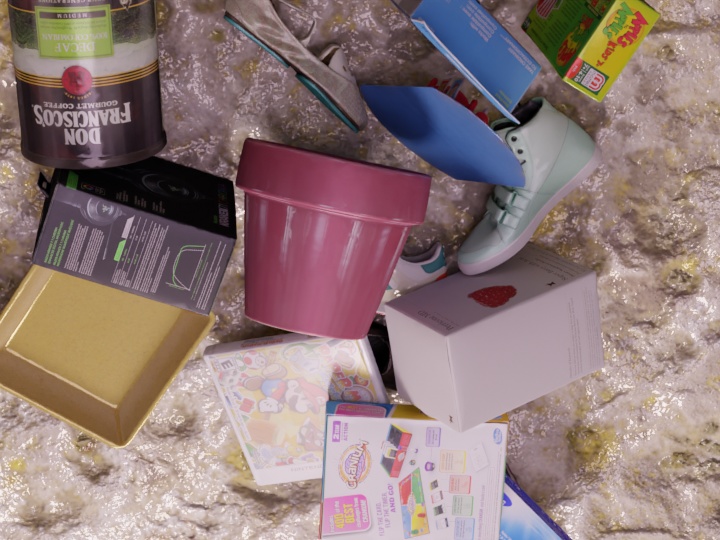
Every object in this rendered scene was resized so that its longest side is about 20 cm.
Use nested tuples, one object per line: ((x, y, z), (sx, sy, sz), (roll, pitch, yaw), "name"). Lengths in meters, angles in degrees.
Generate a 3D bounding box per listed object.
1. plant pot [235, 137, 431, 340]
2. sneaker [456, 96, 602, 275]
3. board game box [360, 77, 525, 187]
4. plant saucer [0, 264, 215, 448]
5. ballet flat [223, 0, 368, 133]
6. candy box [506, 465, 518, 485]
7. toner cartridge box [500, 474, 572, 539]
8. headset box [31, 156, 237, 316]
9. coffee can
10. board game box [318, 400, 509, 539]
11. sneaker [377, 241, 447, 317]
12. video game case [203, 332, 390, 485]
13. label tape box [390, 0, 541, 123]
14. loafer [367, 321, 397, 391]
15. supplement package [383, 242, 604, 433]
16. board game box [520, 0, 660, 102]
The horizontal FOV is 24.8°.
((-0.039, -0.029, 1.672), (0.200, 0.200, 0.179), (10, 94, -11), "plant pot")
((0.151, -0.096, 1.756), (0.200, 0.074, 0.118), (-47, 117, 2), "sneaker")
((0.095, -0.152, 1.681), (0.158, 0.200, 0.039), (43, 74, -29), "board game box")
((-0.291, 0.068, 1.788), (0.200, 0.048, 0.200), (31, 107, -18), "plant saucer")
((-0.052, -0.223, 1.687), (0.200, 0.067, 0.062), (40, 93, -20), "ballet flat")
((0.090, 0.287, 1.918), (0.200, 0.061, 0.137), (-27, 113, 5), "candy box")
((0.162, 0.298, 1.874), (0.095, 0.043, 0.200), (-42, 110, 9), "toner cartridge box")
((-0.235, -0.054, 1.676), (0.200, 0.174, 0.093), (17, 110, -12), "headset box")
((-0.271, -0.217, 1.618), (0.146, 0.146, 0.200), (-4, 112, -5), "coffee can")
((0.057, 0.223, 1.794), (0.200, 0.040, 0.153), (3, 106, -2), "board game box")
((0.001, 0.000, 1.788), (0.199, 0.070, 0.094), (3, 105, -11), "sneaker")
((-0.059, 0.152, 1.821), (0.182, 0.023, 0.200), (-9, 124, 14), "video game case")
((0.106, -0.234, 1.625), (0.066, 0.200, 0.143), (-46, 110, 6), "label tape box")
((0.030, 0.103, 1.828), (0.200, 0.071, 0.073), (19, 109, -14), "loafer")
((0.145, 0.069, 1.761), (0.200, 0.121, 0.120), (-22, 117, -26), "supplement package")
((0.225, -0.248, 1.633), (0.048, 0.200, 0.102), (28, 107, -17), "board game box")
